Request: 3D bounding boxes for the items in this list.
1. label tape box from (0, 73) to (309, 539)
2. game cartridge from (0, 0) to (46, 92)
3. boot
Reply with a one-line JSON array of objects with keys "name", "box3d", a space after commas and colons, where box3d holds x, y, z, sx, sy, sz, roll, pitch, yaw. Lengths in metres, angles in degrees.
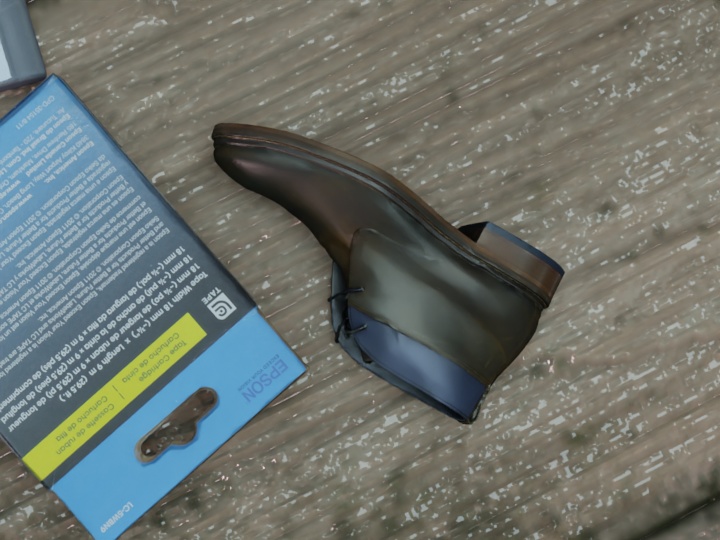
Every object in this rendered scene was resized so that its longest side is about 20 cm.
[{"name": "label tape box", "box3d": [-0.146, 0.022, 1.511, 0.144, 0.063, 0.200, -41, 91, -8]}, {"name": "game cartridge", "box3d": [-0.276, -0.135, 1.524, 0.199, 0.042, 0.134, -17, 92, -7]}, {"name": "boot", "box3d": [0.000, 0.000, 1.523, 0.199, 0.075, 0.097, 25, 81, -5]}]
